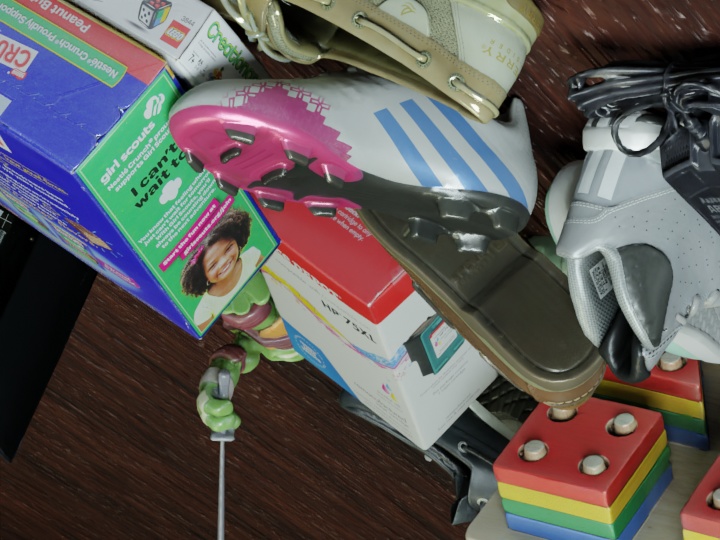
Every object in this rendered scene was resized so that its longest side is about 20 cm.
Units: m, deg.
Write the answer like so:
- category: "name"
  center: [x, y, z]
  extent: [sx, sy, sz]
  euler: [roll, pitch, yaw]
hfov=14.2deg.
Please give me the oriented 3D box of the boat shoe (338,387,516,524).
- category: "boat shoe"
  center: [0.069, 0.121, 1.744]
  extent: [0.199, 0.066, 0.075]
  euler: [43, 168, 0]

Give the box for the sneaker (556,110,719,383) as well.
- category: "sneaker"
  center: [0.166, 0.013, 1.430]
  extent: [0.200, 0.116, 0.075]
  euler: [32, 164, -29]

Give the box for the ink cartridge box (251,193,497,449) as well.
- category: "ink cartridge box"
  center: [0.000, 0.000, 1.616]
  extent: [0.116, 0.067, 0.200]
  euler: [36, 162, 32]

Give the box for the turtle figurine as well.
- category: "turtle figurine"
  center: [-0.031, 0.049, 1.801]
  extent: [0.143, 0.201, 0.194]
  euler: [-2, 155, 4]

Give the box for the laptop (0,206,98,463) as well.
- category: "laptop"
  center: [-0.265, 0.000, 1.916]
  extent: [0.200, 0.188, 0.116]
  euler: [28, 165, -18]

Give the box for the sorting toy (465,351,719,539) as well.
- category: "sorting toy"
  center: [0.185, 0.092, 1.577]
  extent: [0.200, 0.199, 0.070]
  euler: [12, 132, 31]

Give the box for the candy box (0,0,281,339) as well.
- category: "candy box"
  center: [-0.148, -0.069, 1.458]
  extent: [0.169, 0.077, 0.200]
  euler: [33, 169, 26]

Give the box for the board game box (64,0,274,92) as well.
- category: "board game box"
  center: [-0.128, -0.130, 1.448]
  extent: [0.200, 0.035, 0.126]
  euler: [32, 172, 29]

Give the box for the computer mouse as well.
- category: "computer mouse"
  center: [0.199, -0.041, 1.331]
  extent: [0.138, 0.053, 0.200]
  euler: [4, 145, 51]

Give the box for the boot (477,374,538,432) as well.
- category: "boot"
  center: [0.136, 0.082, 1.873]
  extent: [0.200, 0.068, 0.130]
  euler: [1, 170, 41]

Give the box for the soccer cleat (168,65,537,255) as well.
- category: "soccer cleat"
  center: [-0.003, -0.070, 1.406]
  extent: [0.200, 0.087, 0.070]
  euler: [16, 154, -28]

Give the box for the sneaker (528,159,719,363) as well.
- category: "sneaker"
  center: [0.116, -0.002, 1.527]
  extent: [0.118, 0.074, 0.200]
  euler: [6, 161, 34]

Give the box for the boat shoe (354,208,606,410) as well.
- category: "boat shoe"
  center: [0.050, -0.008, 1.482]
  extent: [0.200, 0.072, 0.068]
  euler: [55, 170, 19]

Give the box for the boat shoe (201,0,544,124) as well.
- category: "boat shoe"
  center: [-0.012, -0.116, 1.347]
  extent: [0.200, 0.063, 0.073]
  euler: [16, 164, 29]
